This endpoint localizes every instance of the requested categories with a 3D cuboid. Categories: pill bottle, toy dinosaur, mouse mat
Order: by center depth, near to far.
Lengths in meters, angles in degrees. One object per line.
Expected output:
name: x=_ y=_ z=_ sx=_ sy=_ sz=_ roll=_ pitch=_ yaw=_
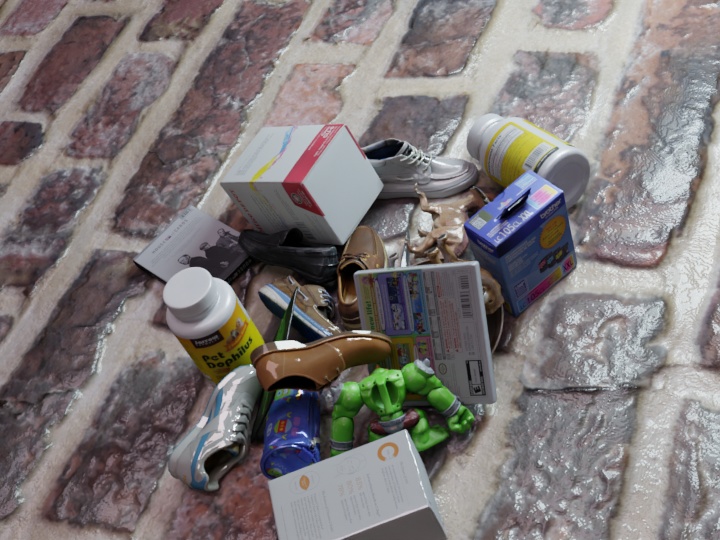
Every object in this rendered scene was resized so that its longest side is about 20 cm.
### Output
mouse mat: x=-0.127 y=0.139 z=1.573 sx=0.008 sy=0.161 sz=0.200 roll=17 pitch=51 yaw=-8
pill bottle: x=-0.222 y=0.086 z=1.611 sx=0.109 sy=0.200 sz=0.109 roll=-12 pitch=48 yaw=13
toy dinosaur: x=0.149 y=-0.064 z=1.677 sx=0.135 sy=0.086 sz=0.200 roll=2 pitch=57 yaw=15
pill bottle: x=0.261 y=-0.179 z=1.704 sx=0.111 sy=0.111 sz=0.200 roll=-37 pitch=44 yaw=-12

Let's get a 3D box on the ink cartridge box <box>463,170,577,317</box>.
ink cartridge box: x=0.232 y=-0.048 z=1.543 sx=0.136 sy=0.200 sz=0.076 roll=-40 pitch=48 yaw=-13

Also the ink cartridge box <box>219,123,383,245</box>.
ink cartridge box: x=-0.099 y=-0.144 z=1.774 sx=0.200 sy=0.145 sz=0.145 roll=5 pitch=51 yaw=41

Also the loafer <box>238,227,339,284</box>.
loafer: x=-0.116 y=-0.039 z=1.747 sx=0.200 sy=0.070 sz=0.068 roll=21 pitch=23 yaw=32

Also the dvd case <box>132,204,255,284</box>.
dvd case: x=-0.285 y=-0.027 z=1.858 sx=0.200 sy=0.025 sz=0.150 roll=28 pitch=66 yaw=38

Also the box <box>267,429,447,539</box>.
box: x=-0.005 y=0.314 z=1.396 sx=0.200 sy=0.098 sz=0.124 roll=-21 pitch=46 yaw=4

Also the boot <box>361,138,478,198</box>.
boot: x=0.091 y=-0.175 z=1.783 sx=0.200 sy=0.096 sz=0.074 roll=-7 pitch=49 yaw=17

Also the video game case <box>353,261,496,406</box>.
video game case: x=0.090 y=0.092 z=1.493 sx=0.182 sy=0.200 sz=0.022 roll=-5 pitch=10 yaw=23

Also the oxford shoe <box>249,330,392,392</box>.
oxford shoe: x=-0.046 y=0.132 z=1.461 sx=0.200 sy=0.071 sz=0.071 roll=-10 pitch=54 yaw=-16

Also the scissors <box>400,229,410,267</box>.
scissors: x=0.072 y=0.017 z=1.673 sx=0.073 sy=0.014 sz=0.200 roll=22 pitch=50 yaw=7

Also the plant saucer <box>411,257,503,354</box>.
plant saucer: x=0.116 y=0.079 z=1.563 sx=0.200 sy=0.034 sz=0.200 roll=-9 pitch=66 yaw=20

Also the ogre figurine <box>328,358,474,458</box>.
ogre figurine: x=0.044 y=0.192 z=1.456 sx=0.200 sy=0.120 sz=0.098 roll=-12 pitch=15 yaw=19

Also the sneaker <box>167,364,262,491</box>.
sneaker: x=-0.193 y=0.232 z=1.564 sx=0.081 sy=0.077 sz=0.200 roll=19 pitch=70 yaw=36

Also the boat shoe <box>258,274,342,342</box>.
boat shoe: x=-0.080 y=0.059 z=1.667 sx=0.072 sy=0.072 sz=0.200 roll=-41 pitch=48 yaw=-16

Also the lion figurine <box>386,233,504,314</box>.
lion figurine: x=0.099 y=0.026 z=1.532 sx=0.200 sy=0.123 sz=0.072 roll=-18 pitch=23 yaw=33

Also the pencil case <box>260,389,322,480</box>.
pencil case: x=-0.091 y=0.210 z=1.508 sx=0.087 sy=0.078 sz=0.200 roll=-30 pitch=30 yaw=22

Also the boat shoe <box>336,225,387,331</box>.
boat shoe: x=0.000 y=0.000 z=1.687 sx=0.072 sy=0.068 sz=0.200 roll=-7 pitch=49 yaw=16
